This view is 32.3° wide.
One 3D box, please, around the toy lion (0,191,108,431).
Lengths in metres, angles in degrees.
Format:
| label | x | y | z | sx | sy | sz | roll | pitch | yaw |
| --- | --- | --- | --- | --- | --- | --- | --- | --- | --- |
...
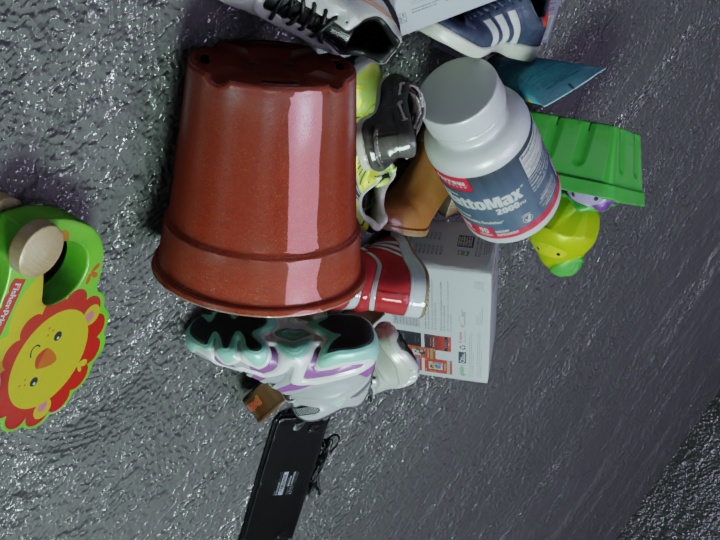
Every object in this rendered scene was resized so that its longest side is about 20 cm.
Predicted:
| label | x | y | z | sx | sy | sz | roll | pitch | yaw |
| --- | --- | --- | --- | --- | --- | --- | --- | --- | --- |
| toy lion | -0.276 | 0.044 | 1.056 | 0.201 | 0.068 | 0.191 | -64 | 157 | 8 |

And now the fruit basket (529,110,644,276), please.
| label | x | y | z | sx | sy | sz | roll | pitch | yaw |
| --- | --- | --- | --- | --- | --- | --- | --- | --- | --- |
| fruit basket | 0.254 | -0.093 | 1.592 | 0.155 | 0.215 | 0.217 | 4 | 114 | -58 |

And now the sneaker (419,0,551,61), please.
| label | x | y | z | sx | sy | sz | roll | pitch | yaw |
| --- | --- | --- | --- | --- | --- | --- | --- | --- | --- |
| sneaker | 0.132 | -0.271 | 1.291 | 0.199 | 0.075 | 0.085 | -11 | 129 | -53 |

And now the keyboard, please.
| label | x | y | z | sx | sy | sz | roll | pitch | yaw |
| --- | --- | --- | --- | --- | --- | --- | --- | --- | --- |
| keyboard | -0.092 | 0.257 | 1.566 | 0.103 | 0.040 | 0.202 | 3 | 118 | -32 |

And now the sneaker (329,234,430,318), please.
| label | x | y | z | sx | sy | sz | roll | pitch | yaw |
| --- | --- | --- | --- | --- | --- | --- | --- | --- | --- |
| sneaker | 0.000 | 0.000 | 1.326 | 0.111 | 0.200 | 0.072 | 5 | 101 | -11 |

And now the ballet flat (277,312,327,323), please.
| label | x | y | z | sx | sy | sz | roll | pitch | yaw |
| --- | --- | --- | --- | --- | --- | --- | --- | --- | --- |
| ballet flat | -0.063 | 0.025 | 1.352 | 0.069 | 0.069 | 0.201 | -27 | 138 | -43 |

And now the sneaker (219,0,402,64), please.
| label | x | y | z | sx | sy | sz | roll | pitch | yaw |
| --- | --- | --- | --- | --- | --- | --- | --- | --- | --- |
| sneaker | -0.043 | -0.234 | 1.073 | 0.198 | 0.081 | 0.074 | 7 | 139 | -31 |

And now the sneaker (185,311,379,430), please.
| label | x | y | z | sx | sy | sz | roll | pitch | yaw |
| --- | --- | --- | --- | --- | --- | --- | --- | --- | --- |
| sneaker | -0.081 | 0.112 | 1.287 | 0.078 | 0.198 | 0.141 | -76 | 170 | -48 |

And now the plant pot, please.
| label | x | y | z | sx | sy | sz | roll | pitch | yaw |
| --- | --- | --- | --- | --- | --- | --- | --- | --- | --- |
| plant pot | -0.084 | -0.091 | 1.103 | 0.200 | 0.200 | 0.197 | -23 | 127 | -46 |

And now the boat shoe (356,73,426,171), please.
| label | x | y | z | sx | sy | sz | roll | pitch | yaw |
| --- | --- | --- | --- | --- | --- | --- | --- | --- | --- |
| boat shoe | 0.041 | -0.145 | 1.211 | 0.200 | 0.056 | 0.067 | -65 | 146 | -63 |

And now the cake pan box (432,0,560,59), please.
| label | x | y | z | sx | sy | sz | roll | pitch | yaw |
| --- | --- | --- | --- | --- | --- | --- | --- | --- | --- |
| cake pan box | 0.175 | -0.340 | 1.399 | 0.199 | 0.052 | 0.186 | -23 | 137 | -46 |

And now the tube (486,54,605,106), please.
| label | x | y | z | sx | sy | sz | roll | pitch | yaw |
| --- | --- | --- | --- | --- | --- | --- | --- | --- | --- |
| tube | 0.192 | -0.209 | 1.362 | 0.077 | 0.200 | 0.051 | -36 | 109 | -5 |

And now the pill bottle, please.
| label | x | y | z | sx | sy | sz | roll | pitch | yaw |
| --- | --- | --- | --- | --- | --- | --- | --- | --- | --- |
| pill bottle | 0.136 | -0.131 | 1.344 | 0.120 | 0.119 | 0.200 | -51 | 140 | -13 |

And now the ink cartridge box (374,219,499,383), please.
| label | x | y | z | sx | sy | sz | roll | pitch | yaw |
| --- | --- | --- | --- | --- | --- | --- | --- | --- | --- |
| ink cartridge box | 0.079 | 0.035 | 1.529 | 0.201 | 0.174 | 0.084 | 87 | 14 | -46 |

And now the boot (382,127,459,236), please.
| label | x | y | z | sx | sy | sz | roll | pitch | yaw |
| --- | --- | --- | --- | --- | --- | --- | --- | --- | --- |
| boot | 0.082 | -0.127 | 1.425 | 0.199 | 0.076 | 0.157 | -17 | 129 | -47 |

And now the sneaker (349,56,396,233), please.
| label | x | y | z | sx | sy | sz | roll | pitch | yaw |
| --- | --- | --- | --- | --- | --- | --- | --- | --- | --- |
| sneaker | 0.008 | -0.132 | 1.306 | 0.075 | 0.076 | 0.201 | -31 | 138 | -37 |

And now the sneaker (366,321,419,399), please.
| label | x | y | z | sx | sy | sz | roll | pitch | yaw |
| --- | --- | --- | --- | --- | --- | --- | --- | --- | --- |
| sneaker | 0.003 | 0.113 | 1.353 | 0.081 | 0.076 | 0.200 | -30 | 174 | -23 |

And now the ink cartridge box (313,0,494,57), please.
| label | x | y | z | sx | sy | sz | roll | pitch | yaw |
| --- | --- | --- | --- | --- | --- | --- | --- | --- | --- |
| ink cartridge box | 0.029 | -0.297 | 1.129 | 0.195 | 0.044 | 0.201 | -20 | 144 | -1 |

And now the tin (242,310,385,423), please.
| label | x | y | z | sx | sy | sz | roll | pitch | yaw |
| --- | --- | --- | --- | --- | --- | --- | --- | --- | --- |
| tin | -0.053 | 0.097 | 1.412 | 0.200 | 0.042 | 0.112 | -40 | -178 | -32 |
